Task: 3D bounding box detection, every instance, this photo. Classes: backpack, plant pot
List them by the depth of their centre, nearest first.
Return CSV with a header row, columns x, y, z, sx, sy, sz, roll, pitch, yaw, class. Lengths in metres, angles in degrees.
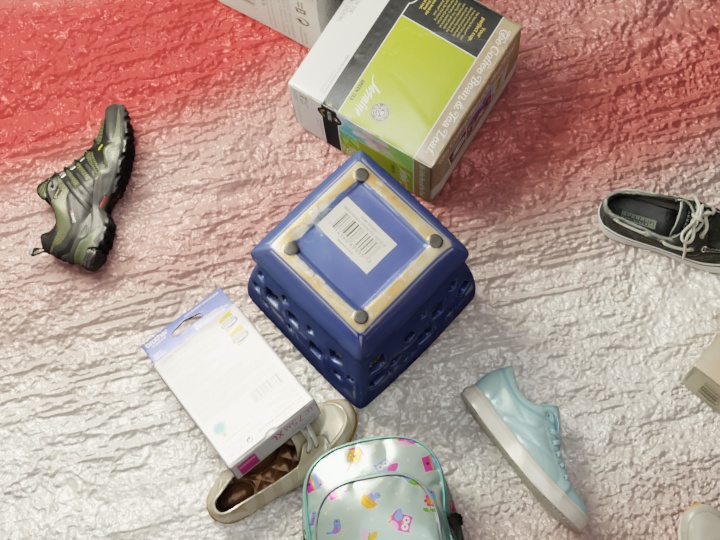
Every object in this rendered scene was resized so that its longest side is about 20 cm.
x,y,z,sx,sy,sz,roll,pitch,yaw,class
0.022,0.275,1.660,0.174,0.153,0.202,-13,68,4,backpack
0.000,0.000,1.714,0.200,0.180,0.200,-43,76,-12,plant pot

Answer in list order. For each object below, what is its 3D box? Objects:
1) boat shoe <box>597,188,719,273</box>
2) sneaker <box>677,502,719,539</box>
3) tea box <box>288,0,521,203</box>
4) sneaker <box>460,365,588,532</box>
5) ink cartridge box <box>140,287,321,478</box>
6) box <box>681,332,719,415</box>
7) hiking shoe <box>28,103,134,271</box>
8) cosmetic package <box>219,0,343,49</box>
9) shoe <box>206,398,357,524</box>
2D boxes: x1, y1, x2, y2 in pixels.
x,y,z,sx,sy,sz,roll,pitch,yaw,class
0.370,-0.053,1.778,0.198,0.068,0.074,19,76,7,boat shoe
0.401,0.338,1.656,0.075,0.092,0.201,-22,74,-5,sneaker
0.053,-0.223,1.805,0.196,0.134,0.201,31,78,11,tea box
0.198,0.189,1.715,0.082,0.074,0.201,-37,77,-5,sneaker
-0.147,0.122,1.744,0.119,0.042,0.200,-37,59,-8,ink cartridge box
0.451,0.065,1.731,0.078,0.095,0.200,39,78,12,box
-0.324,-0.105,1.816,0.100,0.076,0.202,12,76,2,hiking shoe
-0.066,-0.401,1.841,0.165,0.167,0.201,28,78,10,cosmetic package
-0.085,0.211,1.729,0.199,0.053,0.070,-37,76,-8,shoe
